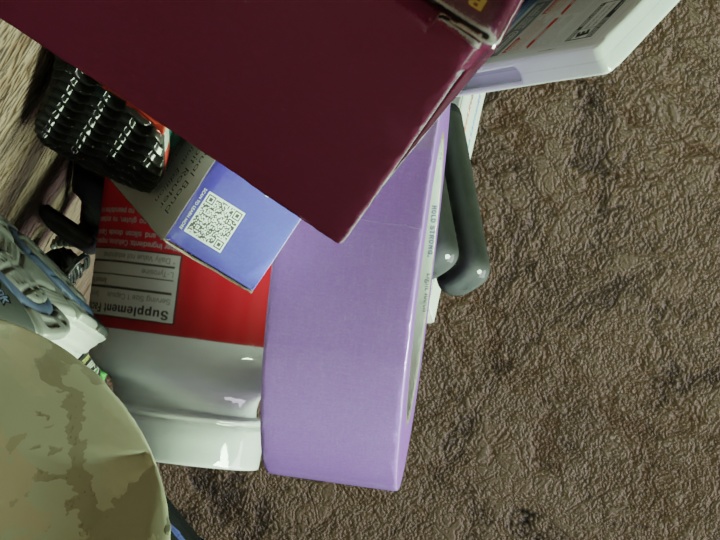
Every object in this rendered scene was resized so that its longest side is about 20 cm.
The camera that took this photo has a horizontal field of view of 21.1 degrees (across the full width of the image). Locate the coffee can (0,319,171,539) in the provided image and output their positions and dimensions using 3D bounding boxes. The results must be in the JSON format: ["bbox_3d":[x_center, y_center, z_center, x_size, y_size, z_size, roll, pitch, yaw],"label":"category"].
[{"bbox_3d":[-0.156,0.115,0.672,0.147,0.146,0.200,-58,-177,-27],"label":"coffee can"}]

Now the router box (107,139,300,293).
[{"bbox_3d":[-0.038,-0.112,0.849,0.201,0.049,0.179,-57,-152,4],"label":"router box"}]

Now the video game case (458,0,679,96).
[{"bbox_3d":[0.084,-0.133,1.004,0.199,0.018,0.143,-4,-147,47],"label":"video game case"}]

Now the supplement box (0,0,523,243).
[{"bbox_3d":[0.000,-0.131,0.578,0.201,0.130,0.103,-59,-176,-40],"label":"supplement box"}]

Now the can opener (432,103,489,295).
[{"bbox_3d":[0.023,-0.072,1.093,0.067,0.053,0.202,-32,-128,33],"label":"can opener"}]

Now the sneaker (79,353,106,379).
[{"bbox_3d":[-0.194,0.065,1.161,0.078,0.085,0.200,-55,-177,20],"label":"sneaker"}]

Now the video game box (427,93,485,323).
[{"bbox_3d":[-0.035,-0.056,1.155,0.047,0.198,0.183,70,29,-48],"label":"video game box"}]

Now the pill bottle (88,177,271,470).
[{"bbox_3d":[-0.082,-0.002,1.000,0.112,0.111,0.202,166,-69,-85],"label":"pill bottle"}]

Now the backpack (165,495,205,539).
[{"bbox_3d":[-0.147,0.158,0.952,0.135,0.183,0.200,-47,-174,-19],"label":"backpack"}]

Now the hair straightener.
[{"bbox_3d":[-0.173,-0.014,1.115,0.077,0.041,0.200,-57,-172,-12],"label":"hair straightener"}]

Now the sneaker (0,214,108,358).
[{"bbox_3d":[-0.166,0.028,0.833,0.087,0.075,0.200,-45,177,2],"label":"sneaker"}]

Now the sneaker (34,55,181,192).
[{"bbox_3d":[-0.069,-0.106,0.736,0.094,0.070,0.200,-68,-170,-25],"label":"sneaker"}]

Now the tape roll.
[{"bbox_3d":[0.000,0.000,0.917,0.200,0.065,0.202,8,90,-85],"label":"tape roll"}]
